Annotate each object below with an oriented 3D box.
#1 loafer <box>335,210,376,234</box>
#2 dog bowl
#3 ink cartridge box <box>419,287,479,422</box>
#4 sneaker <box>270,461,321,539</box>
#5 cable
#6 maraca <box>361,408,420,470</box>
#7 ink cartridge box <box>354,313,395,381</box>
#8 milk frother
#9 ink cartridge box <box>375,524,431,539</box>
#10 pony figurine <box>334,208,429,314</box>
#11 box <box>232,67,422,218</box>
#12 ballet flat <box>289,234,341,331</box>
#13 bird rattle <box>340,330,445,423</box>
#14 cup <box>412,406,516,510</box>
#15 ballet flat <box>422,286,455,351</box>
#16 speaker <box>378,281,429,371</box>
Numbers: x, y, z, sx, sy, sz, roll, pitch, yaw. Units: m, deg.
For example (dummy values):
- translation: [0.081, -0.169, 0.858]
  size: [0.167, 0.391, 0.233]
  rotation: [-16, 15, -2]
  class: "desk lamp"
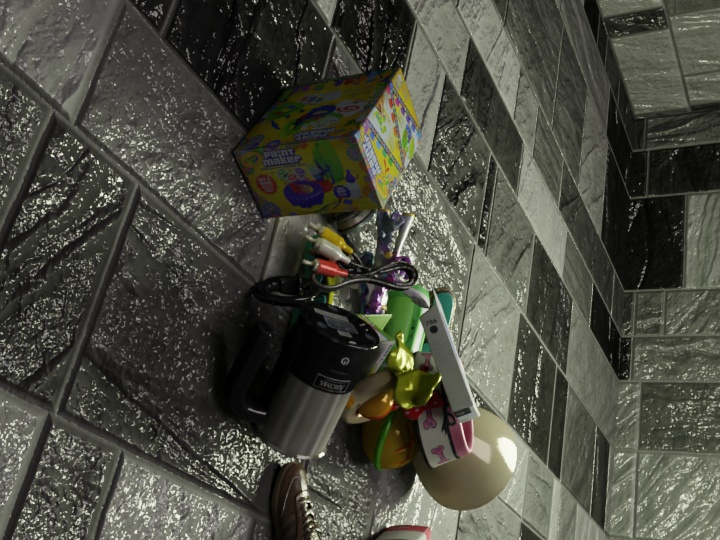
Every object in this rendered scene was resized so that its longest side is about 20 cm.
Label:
- translation: [-0.006, -0.128, 1.486]
  size: [0.063, 0.072, 0.200]
  rotation: [62, 28, -19]
  class: "loafer"
- translation: [0.142, 0.231, 1.486]
  size: [0.200, 0.074, 0.201]
  rotation: [-10, 90, -77]
  class: "dog bowl"
- translation: [0.135, 0.134, 1.375]
  size: [0.099, 0.039, 0.200]
  rotation: [55, 17, -66]
  class: "ink cartridge box"
- translation: [-0.083, 0.381, 1.268]
  size: [0.070, 0.075, 0.200]
  rotation: [20, 70, -59]
  class: "sneaker"
- translation: [0.000, 0.000, 1.327]
  size: [0.200, 0.050, 0.097]
  rotation: [18, 62, -15]
  class: "cable"
- translation: [0.062, 0.281, 1.522]
  size: [0.137, 0.107, 0.200]
  rotation: [-65, 163, -4]
  class: "maraca"
- translation: [-0.007, 0.146, 1.364]
  size: [0.148, 0.076, 0.200]
  rotation: [-59, 155, 15]
  class: "ink cartridge box"
- translation: [-0.092, 0.124, 1.235]
  size: [0.200, 0.180, 0.188]
  rotation: [-96, -150, -70]
  class: "milk frother"
- translation: [0.063, 0.526, 1.480]
  size: [0.200, 0.083, 0.147]
  rotation: [10, 78, -73]
  class: "ink cartridge box"
- translation: [0.043, -0.002, 1.473]
  size: [0.193, 0.166, 0.200]
  rotation: [-27, 130, -87]
  class: "pony figurine"
- translation: [-0.043, -0.185, 1.274]
  size: [0.193, 0.200, 0.122]
  rotation: [-60, 138, -44]
  class: "box"
- translation: [-0.061, 0.041, 1.354]
  size: [0.067, 0.067, 0.200]
  rotation: [33, 56, -46]
  class: "ballet flat"
- translation: [0.039, 0.176, 1.312]
  size: [0.200, 0.163, 0.113]
  rotation: [92, -26, -71]
  class: "bird rattle"
- translation: [0.170, 0.326, 1.627]
  size: [0.143, 0.200, 0.201]
  rotation: [45, 49, -44]
  class: "cup"
- translation: [0.139, 0.126, 1.662]
  size: [0.065, 0.070, 0.200]
  rotation: [-122, -135, -75]
  class: "ballet flat"
- translation: [0.067, 0.120, 1.564]
  size: [0.088, 0.088, 0.200]
  rotation: [56, 41, -43]
  class: "speaker"
